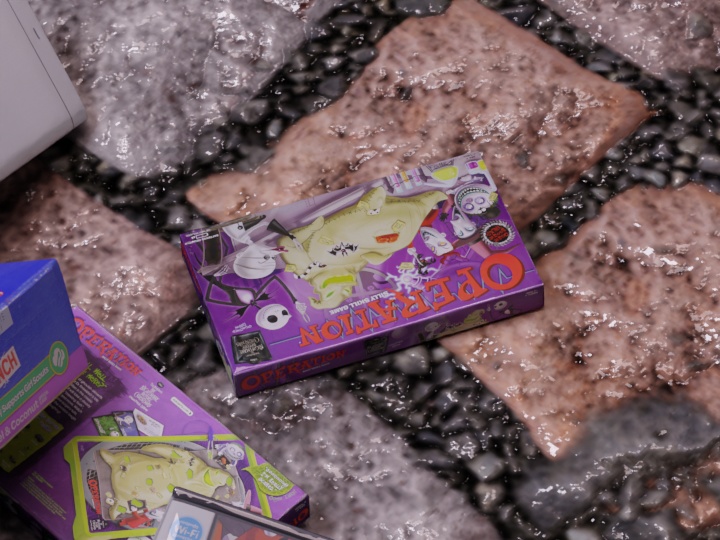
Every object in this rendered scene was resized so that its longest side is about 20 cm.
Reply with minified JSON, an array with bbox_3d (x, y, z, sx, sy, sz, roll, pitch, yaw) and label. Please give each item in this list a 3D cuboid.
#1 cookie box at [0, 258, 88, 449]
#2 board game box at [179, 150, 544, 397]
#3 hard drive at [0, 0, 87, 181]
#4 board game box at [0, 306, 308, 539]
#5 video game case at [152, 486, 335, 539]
[{"bbox_3d":[-0.283,0.066,1.557,0.200,0.075,0.171,-4,23,30],"label":"cookie box"},{"bbox_3d":[0.000,0.000,1.703,0.200,0.032,0.120,-16,56,-10],"label":"board game box"},{"bbox_3d":[-0.257,-0.113,1.709,0.027,0.132,0.200,-20,14,34],"label":"hard drive"},{"bbox_3d":[-0.141,0.115,1.604,0.200,0.032,0.120,38,66,27],"label":"board game box"},{"bbox_3d":[-0.039,0.227,1.490,0.200,0.026,0.181,18,58,5],"label":"video game case"}]
